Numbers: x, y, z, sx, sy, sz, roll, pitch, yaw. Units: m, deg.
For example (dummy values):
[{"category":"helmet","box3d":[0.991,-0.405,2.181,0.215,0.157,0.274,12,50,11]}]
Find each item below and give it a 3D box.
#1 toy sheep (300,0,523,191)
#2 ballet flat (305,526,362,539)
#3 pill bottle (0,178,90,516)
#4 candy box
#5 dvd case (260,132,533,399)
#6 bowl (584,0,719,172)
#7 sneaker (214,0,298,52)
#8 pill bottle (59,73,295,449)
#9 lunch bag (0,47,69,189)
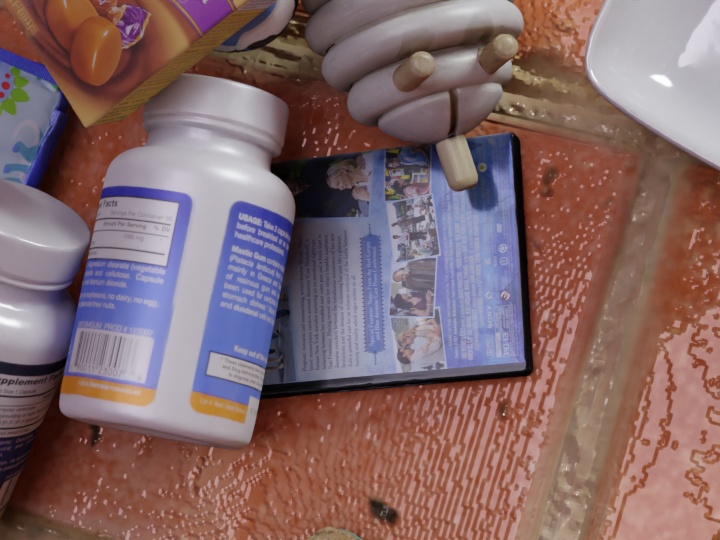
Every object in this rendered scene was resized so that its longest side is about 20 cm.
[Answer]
[{"category":"toy sheep","box3d":[0.031,-0.142,1.023,0.138,0.138,0.200,-13,84,16]},{"category":"ballet flat","box3d":[-0.062,0.224,1.024,0.200,0.071,0.065,-44,42,3]},{"category":"pill bottle","box3d":[-0.231,0.051,1.053,0.111,0.111,0.200,33,110,22]},{"category":"candy box","box3d":[-0.097,-0.180,0.963,0.200,0.056,0.117,-35,87,19]},{"category":"dvd case","box3d":[0.000,0.000,1.065,0.200,0.018,0.143,-6,77,17]},{"category":"bowl","box3d":[0.245,-0.135,0.980,0.200,0.075,0.200,32,91,22]},{"category":"sneaker","box3d":[-0.122,-0.191,1.035,0.200,0.077,0.076,34,93,21]},{"category":"pill bottle","box3d":[-0.099,-0.005,1.029,0.112,0.112,0.200,8,81,20]},{"category":"lunch bag","box3d":[-0.297,-0.073,1.131,0.200,0.127,0.170,19,86,4]}]
